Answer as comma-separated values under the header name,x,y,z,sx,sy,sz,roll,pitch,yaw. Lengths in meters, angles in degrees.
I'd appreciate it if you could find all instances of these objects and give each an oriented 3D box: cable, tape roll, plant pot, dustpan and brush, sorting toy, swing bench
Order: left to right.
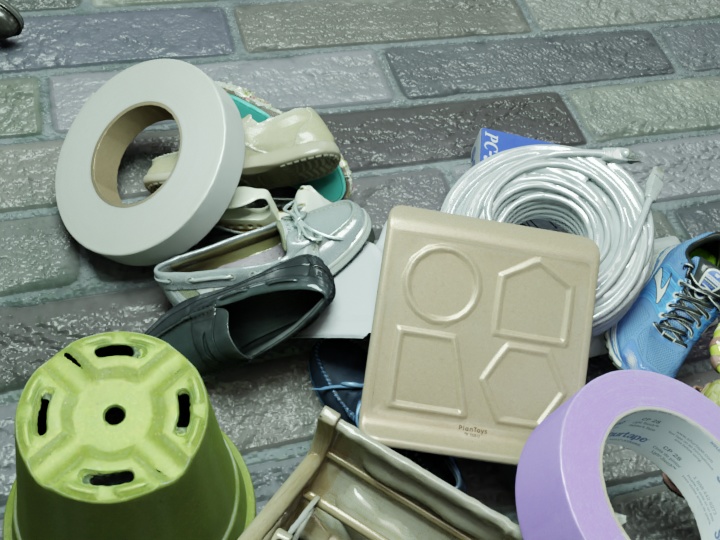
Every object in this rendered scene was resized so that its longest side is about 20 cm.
name,x,y,z,sx,sy,sz,roll,pitch,yaw
plant pot,-0.172,0.142,0.629,0.199,0.190,0.201,5,54,-6
tape roll,-0.203,-0.105,0.823,0.202,0.037,0.204,-8,71,24
dustpan and brush,0.000,0.000,0.817,0.139,0.057,0.200,-3,48,36
swing bench,0.003,0.244,0.631,0.198,0.130,0.200,30,50,12
sorting toy,0.100,0.055,0.721,0.184,0.036,0.201,9,79,-5
cable,0.172,-0.028,0.813,0.199,0.069,0.201,12,67,12
tape roll,0.216,0.176,0.632,0.199,0.066,0.201,13,50,-17

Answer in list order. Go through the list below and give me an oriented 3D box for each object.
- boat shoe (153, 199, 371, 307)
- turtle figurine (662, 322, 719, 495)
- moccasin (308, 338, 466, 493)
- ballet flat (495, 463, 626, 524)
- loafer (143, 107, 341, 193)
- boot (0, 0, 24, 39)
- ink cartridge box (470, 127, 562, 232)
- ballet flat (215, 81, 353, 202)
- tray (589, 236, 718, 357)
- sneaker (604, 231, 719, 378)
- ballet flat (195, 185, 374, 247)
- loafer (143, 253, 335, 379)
name,x,y,z,sx,sy,sz,roll,pitch,yaw
boat shoe,-0.087,-0.015,0.789,0.201,0.065,0.075,-22,38,4
turtle figurine,0.310,0.137,0.736,0.064,0.162,0.201,2,55,-9
moccasin,0.029,0.123,0.751,0.080,0.068,0.200,-32,63,-26
ballet flat,0.174,0.187,0.735,0.073,0.073,0.200,-18,60,-21
loafer,-0.120,-0.114,0.868,0.199,0.076,0.069,-10,68,2
boot,-0.471,-0.218,0.915,0.199,0.069,0.175,2,60,-4
ink cartridge box,0.164,-0.058,0.921,0.094,0.044,0.201,12,54,-4
ballet flat,-0.081,-0.142,0.925,0.200,0.076,0.064,37,23,10
tray,0.276,0.020,0.869,0.199,0.022,0.108,-9,68,-28
sneaker,0.296,0.029,0.805,0.078,0.089,0.200,37,55,-1
ballet flat,-0.080,-0.049,0.855,0.199,0.069,0.068,1,54,-10
loafer,-0.113,0.049,0.738,0.200,0.068,0.070,-27,17,5
